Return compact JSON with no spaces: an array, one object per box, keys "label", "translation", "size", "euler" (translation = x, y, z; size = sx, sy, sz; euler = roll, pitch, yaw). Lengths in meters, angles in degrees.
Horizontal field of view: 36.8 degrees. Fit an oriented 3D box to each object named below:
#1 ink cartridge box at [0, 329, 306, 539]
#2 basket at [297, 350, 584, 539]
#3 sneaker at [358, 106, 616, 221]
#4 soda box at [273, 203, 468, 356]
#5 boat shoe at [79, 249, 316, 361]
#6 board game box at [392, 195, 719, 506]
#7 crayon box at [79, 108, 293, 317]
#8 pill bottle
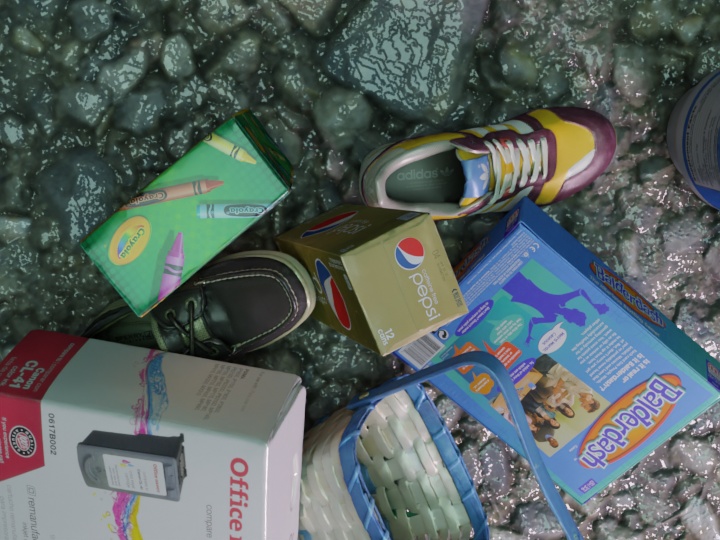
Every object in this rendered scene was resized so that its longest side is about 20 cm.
[{"label":"ink cartridge box","translation":[-0.144,0.135,0.728],"size":[0.196,0.086,0.150],"euler":[9,116,11]},{"label":"basket","translation":[0.045,0.156,0.781],"size":[0.198,0.139,0.179],"euler":[-16,104,35]},{"label":"sneaker","translation":[0.097,-0.071,0.783],"size":[0.196,0.090,0.076],"euler":[-14,101,-1]},{"label":"soda box","translation":[0.000,0.000,0.731],"size":[0.063,0.200,0.069],"euler":[-26,101,-12]},{"label":"boat shoe","translation":[-0.122,0.042,0.761],"size":[0.198,0.066,0.073],"euler":[-15,107,30]},{"label":"board game box","translation":[0.145,0.065,0.806],"size":[0.199,0.045,0.152],"euler":[39,120,-9]},{"label":"crayon box","translation":[-0.107,-0.046,0.718],"size":[0.118,0.200,0.059],"euler":[-39,100,4]},{"label":"pill bottle","translation":[0.282,-0.088,0.738],"size":[0.110,0.200,0.115],"euler":[-1,100,-3]}]
